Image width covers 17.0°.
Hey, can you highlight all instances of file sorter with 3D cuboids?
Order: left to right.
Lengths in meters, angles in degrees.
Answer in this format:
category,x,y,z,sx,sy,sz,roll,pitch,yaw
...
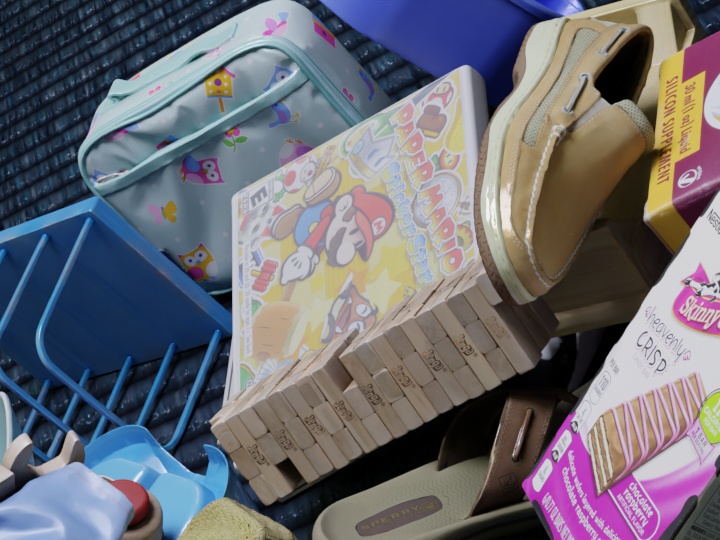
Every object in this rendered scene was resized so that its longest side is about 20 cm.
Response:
category,x,y,z,sx,sy,sz,roll,pitch,yaw
file sorter,-0.212,0.060,1.607,0.200,0.139,0.123,-16,41,43

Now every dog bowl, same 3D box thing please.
category,x,y,z,sx,sy,sz,roll,pitch,yaw
dog bowl,-0.129,0.158,1.451,0.112,0.050,0.200,-54,29,-17

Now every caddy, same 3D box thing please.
category,x,y,z,sx,sy,sz,roll,pitch,yaw
caddy,0.055,-0.197,1.545,0.105,0.200,0.142,-53,26,20

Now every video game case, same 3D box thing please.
category,x,y,z,sx,sy,sz,roll,pitch,yaw
video game case,0.000,0.000,1.362,0.182,0.023,0.201,-28,45,29

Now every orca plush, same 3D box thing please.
category,x,y,z,sx,sy,sz,roll,pitch,yaw
orca plush,0.104,-0.011,1.341,0.105,0.071,0.200,-10,43,48

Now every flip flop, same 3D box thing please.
category,x,y,z,sx,sy,sz,roll,pitch,yaw
flip flop,0.065,0.094,1.218,0.199,0.058,0.081,-22,26,-10

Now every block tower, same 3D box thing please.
category,x,y,z,sx,sy,sz,roll,pitch,yaw
block tower,0.012,0.056,1.252,0.200,0.058,0.054,-31,9,30

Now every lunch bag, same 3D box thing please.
category,x,y,z,sx,sy,sz,roll,pitch,yaw
lunch bag,-0.084,-0.081,1.598,0.200,0.160,0.077,-29,30,26

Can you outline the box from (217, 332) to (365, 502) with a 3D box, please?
category,x,y,z,sx,sy,sz,roll,pitch,yaw
box,-0.018,0.033,1.459,0.116,0.060,0.200,-32,29,23

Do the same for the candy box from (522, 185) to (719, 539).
category,x,y,z,sx,sy,sz,roll,pitch,yaw
candy box,0.165,0.064,1.102,0.200,0.061,0.136,-58,24,15

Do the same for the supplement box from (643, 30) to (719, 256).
category,x,y,z,sx,sy,sz,roll,pitch,yaw
supplement box,0.251,-0.073,1.191,0.200,0.103,0.131,-26,32,30

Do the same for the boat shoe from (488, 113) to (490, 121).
category,x,y,z,sx,sy,sz,roll,pitch,yaw
boat shoe,0.054,-0.030,1.439,0.075,0.072,0.200,-14,33,26

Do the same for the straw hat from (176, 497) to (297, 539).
category,x,y,z,sx,sy,sz,roll,pitch,yaw
straw hat,-0.066,0.167,1.257,0.201,0.085,0.201,-30,14,8

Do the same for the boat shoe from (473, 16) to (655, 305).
category,x,y,z,sx,sy,sz,roll,pitch,yaw
boat shoe,0.109,-0.065,1.205,0.076,0.072,0.200,-8,42,24

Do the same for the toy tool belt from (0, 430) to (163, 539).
category,x,y,z,sx,sy,sz,roll,pitch,yaw
toy tool belt,-0.174,0.151,1.288,0.125,0.123,0.200,29,46,23

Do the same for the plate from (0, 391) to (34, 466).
category,x,y,z,sx,sy,sz,roll,pitch,yaw
plate,-0.224,0.176,1.489,0.200,0.025,0.201,-172,90,-76

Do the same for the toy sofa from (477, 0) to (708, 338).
category,x,y,z,sx,sy,sz,roll,pitch,yaw
toy sofa,0.141,-0.050,1.306,0.083,0.098,0.200,-13,41,34
